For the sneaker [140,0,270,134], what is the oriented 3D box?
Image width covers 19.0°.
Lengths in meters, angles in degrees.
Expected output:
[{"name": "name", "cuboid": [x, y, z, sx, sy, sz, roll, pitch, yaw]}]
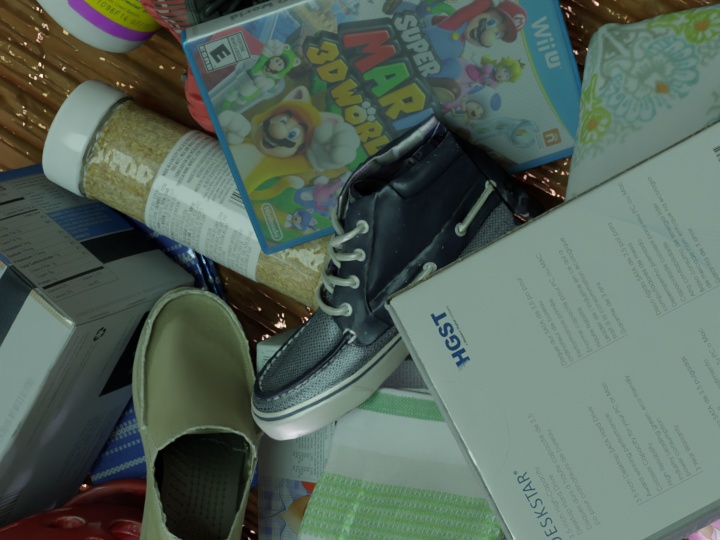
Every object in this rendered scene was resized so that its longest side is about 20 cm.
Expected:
[{"name": "sneaker", "cuboid": [-0.066, -0.133, 1.201, 0.098, 0.201, 0.071, 35, 70, 31]}]

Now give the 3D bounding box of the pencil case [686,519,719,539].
[{"name": "pencil case", "cuboid": [0.144, 0.074, 1.057, 0.200, 0.086, 0.083, 34, 97, 13]}]

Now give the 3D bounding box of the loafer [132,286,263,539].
[{"name": "loafer", "cuboid": [-0.089, 0.094, 1.220, 0.068, 0.075, 0.201, 125, 146, -57]}]

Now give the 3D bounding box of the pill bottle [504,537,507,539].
[{"name": "pill bottle", "cuboid": [0.098, 0.227, 1.193, 0.111, 0.111, 0.200, -30, 109, 27]}]

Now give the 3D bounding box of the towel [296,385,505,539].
[{"name": "towel", "cuboid": [0.011, 0.154, 1.136, 0.149, 0.031, 0.201, -1, 63, 51]}]

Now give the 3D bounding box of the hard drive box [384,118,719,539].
[{"name": "hard drive box", "cuboid": [0.135, 0.039, 0.981, 0.199, 0.077, 0.156, -27, 77, 1]}]

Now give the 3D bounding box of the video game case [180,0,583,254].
[{"name": "video game case", "cuboid": [0.018, -0.099, 1.175, 0.199, 0.018, 0.144, -18, 121, 3]}]

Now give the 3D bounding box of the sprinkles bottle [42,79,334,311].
[{"name": "sprinkles bottle", "cuboid": [-0.090, -0.043, 1.275, 0.199, 0.068, 0.069, 27, 109, 12]}]

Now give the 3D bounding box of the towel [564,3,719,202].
[{"name": "towel", "cuboid": [0.199, -0.063, 1.103, 0.199, 0.048, 0.172, -7, 54, 31]}]

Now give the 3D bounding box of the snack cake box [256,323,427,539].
[{"name": "snack cake box", "cuboid": [0.002, 0.139, 1.275, 0.114, 0.067, 0.201, 5, 101, 24]}]

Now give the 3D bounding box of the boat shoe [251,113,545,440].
[{"name": "boat shoe", "cuboid": [0.000, 0.000, 1.179, 0.200, 0.075, 0.093, -41, 121, 2]}]

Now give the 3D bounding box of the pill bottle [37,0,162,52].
[{"name": "pill bottle", "cuboid": [-0.105, -0.225, 1.245, 0.200, 0.104, 0.104, -40, 80, 26]}]

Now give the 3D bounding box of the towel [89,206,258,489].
[{"name": "towel", "cuboid": [-0.138, 0.057, 1.355, 0.144, 0.024, 0.201, -21, 89, 29]}]

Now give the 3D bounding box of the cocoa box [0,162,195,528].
[{"name": "cocoa box", "cuboid": [-0.222, 0.054, 1.314, 0.131, 0.133, 0.200, 40, 116, 16]}]

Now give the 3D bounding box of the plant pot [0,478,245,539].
[{"name": "plant pot", "cuboid": [-0.155, 0.231, 1.296, 0.199, 0.182, 0.202, 8, 110, 24]}]
